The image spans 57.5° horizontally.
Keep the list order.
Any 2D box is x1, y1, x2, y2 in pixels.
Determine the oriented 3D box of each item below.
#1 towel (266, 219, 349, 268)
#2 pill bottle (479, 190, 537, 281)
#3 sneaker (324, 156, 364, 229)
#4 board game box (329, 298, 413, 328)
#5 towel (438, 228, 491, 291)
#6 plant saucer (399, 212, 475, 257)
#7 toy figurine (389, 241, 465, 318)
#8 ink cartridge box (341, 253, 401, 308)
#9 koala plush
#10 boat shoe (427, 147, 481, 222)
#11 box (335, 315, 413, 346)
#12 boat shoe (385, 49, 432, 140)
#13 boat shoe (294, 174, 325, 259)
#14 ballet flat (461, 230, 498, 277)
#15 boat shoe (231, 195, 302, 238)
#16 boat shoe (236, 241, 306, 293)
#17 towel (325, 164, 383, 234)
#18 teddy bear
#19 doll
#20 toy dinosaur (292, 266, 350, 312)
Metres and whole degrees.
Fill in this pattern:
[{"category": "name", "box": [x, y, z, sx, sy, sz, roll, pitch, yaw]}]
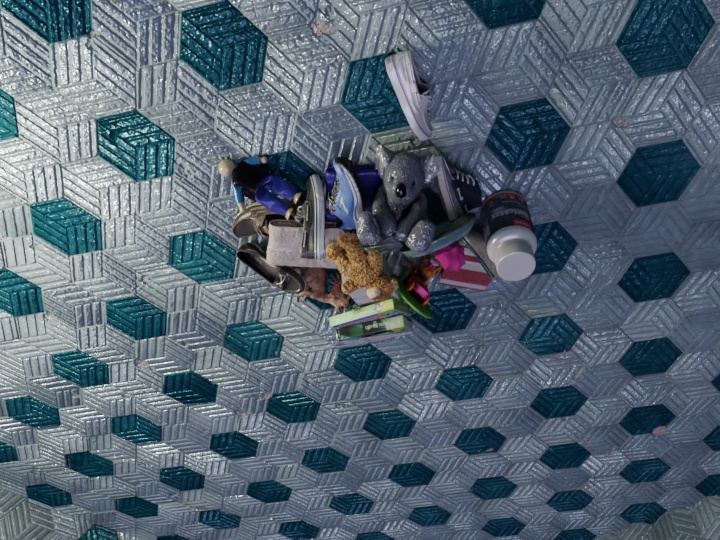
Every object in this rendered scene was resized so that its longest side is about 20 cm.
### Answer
[{"category": "towel", "box": [-0.128, -0.061, 1.589, 0.195, 0.035, 0.134, 1, 133, -13]}, {"category": "pill bottle", "box": [0.349, -0.080, 1.538, 0.116, 0.203, 0.121, 0, 135, 0]}, {"category": "sneaker", "box": [-0.040, -0.164, 1.477, 0.087, 0.080, 0.203, -11, 134, 1]}, {"category": "board game box", "box": [0.030, 0.124, 1.796, 0.196, 0.030, 0.134, -17, 164, 25]}, {"category": "towel", "box": [0.299, -0.028, 1.715, 0.140, 0.023, 0.202, 10, 135, -12]}, {"category": "plant saucer", "box": [0.186, -0.079, 1.549, 0.197, 0.200, 0.028, -23, 100, 21]}, {"category": "toy figurine", "box": [0.186, -0.006, 1.660, 0.150, 0.200, 0.184, 41, 104, -10]}, {"category": "ink cartridge box", "box": [0.031, 0.036, 1.718, 0.114, 0.069, 0.200, -12, 154, 12]}, {"category": "koala plush", "box": [0.091, -0.174, 1.451, 0.173, 0.185, 0.204, 8, 119, 9]}, {"category": "boat shoe", "box": [0.220, -0.212, 1.513, 0.091, 0.075, 0.202, -23, 133, 3]}, {"category": "box", "box": [0.042, 0.171, 1.848, 0.195, 0.037, 0.144, -15, 164, 12]}, {"category": "boat shoe", "box": [0.117, -0.359, 1.359, 0.064, 0.075, 0.201, -16, 133, 21]}, {"category": "boat shoe", "box": [-0.117, -0.125, 1.502, 0.069, 0.205, 0.072, -2, 163, -5]}, {"category": "ballet flat", "box": [0.305, -0.057, 1.635, 0.062, 0.068, 0.200, -41, 134, 6]}, {"category": "boat shoe", "box": [-0.231, -0.123, 1.585, 0.197, 0.074, 0.075, -23, 130, 21]}, {"category": "boat shoe", "box": [-0.230, 0.002, 1.655, 0.198, 0.057, 0.068, 35, 116, 8]}, {"category": "towel", "box": [-0.014, -0.166, 1.567, 0.144, 0.050, 0.203, -3, 134, -5]}, {"category": "teddy bear", "box": [0.000, 0.000, 1.570, 0.142, 0.067, 0.203, -21, 109, 19]}, {"category": "doll", "box": [-0.238, -0.192, 1.505, 0.197, 0.048, 0.138, 30, 91, -6]}, {"category": "toy dinosaur", "box": [-0.115, 0.020, 1.723, 0.133, 0.086, 0.203, -24, 114, 8]}]
